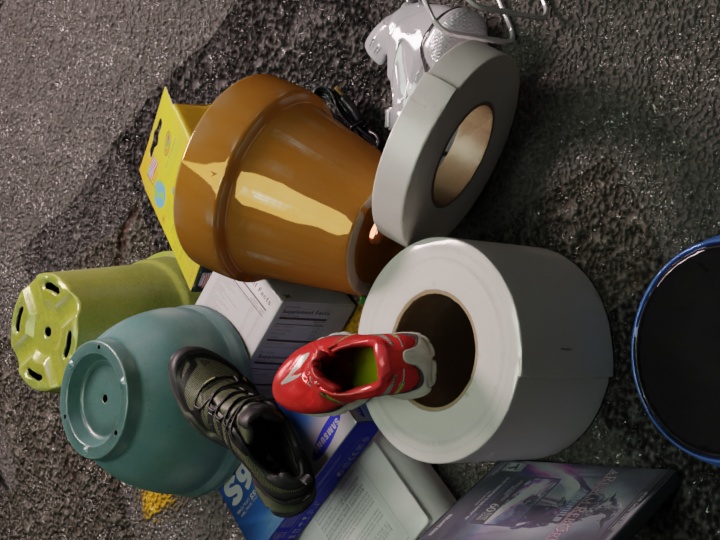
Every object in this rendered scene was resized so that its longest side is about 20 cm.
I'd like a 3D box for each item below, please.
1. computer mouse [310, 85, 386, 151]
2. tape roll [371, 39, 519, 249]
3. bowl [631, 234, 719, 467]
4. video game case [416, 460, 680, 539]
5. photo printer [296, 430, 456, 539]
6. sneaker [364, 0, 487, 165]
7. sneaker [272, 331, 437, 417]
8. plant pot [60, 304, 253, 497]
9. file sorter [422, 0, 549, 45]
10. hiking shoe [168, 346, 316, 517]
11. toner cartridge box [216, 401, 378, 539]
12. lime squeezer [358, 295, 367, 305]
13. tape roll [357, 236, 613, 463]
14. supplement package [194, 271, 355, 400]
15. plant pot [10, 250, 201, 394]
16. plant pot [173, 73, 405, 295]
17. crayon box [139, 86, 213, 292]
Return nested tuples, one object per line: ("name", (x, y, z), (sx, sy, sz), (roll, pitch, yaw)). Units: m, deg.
("computer mouse", (-0.066, -0.099, 1.748), (0.200, 0.044, 0.110), (-45, 75, 25))
("tape roll", (0.080, -0.114, 1.526), (0.037, 0.202, 0.204), (29, 108, 21))
("bowl", (0.314, 0.067, 1.395), (0.199, 0.039, 0.203), (-4, 85, 44))
("video game case", (0.165, 0.215, 1.467), (0.199, 0.143, 0.019), (-4, 114, 44))
("photo printer", (0.001, 0.232, 1.669), (0.200, 0.069, 0.167), (52, 121, 34))
("sneaker", (0.054, -0.177, 1.649), (0.115, 0.075, 0.202), (39, 119, 48))
("sneaker", (-0.021, 0.087, 1.499), (0.199, 0.084, 0.078), (-18, 75, 45))
("plant pot", (-0.223, 0.132, 1.699), (0.199, 0.133, 0.203), (-6, 82, 45))
("file sorter", (0.151, -0.311, 1.517), (0.199, 0.138, 0.126), (-34, 68, 38))
("hiking shoe", (-0.107, 0.138, 1.584), (0.200, 0.076, 0.101), (46, 153, 14))
("toner cartridge box", (-0.063, 0.184, 1.657), (0.201, 0.043, 0.095), (-55, 54, 27))
("lime squeezer", (0.000, 0.000, 1.693), (0.200, 0.070, 0.038), (-127, 37, -59))
("tape roll", (0.112, 0.074, 1.524), (0.201, 0.138, 0.205), (-5, 84, 45))
("supplement package", (-0.114, 0.079, 1.765), (0.114, 0.109, 0.201), (50, 120, 35))
("plant pot", (-0.288, 0.073, 1.886), (0.199, 0.183, 0.203), (-4, 84, 43))
("plant pot", (-0.049, -0.067, 1.599), (0.182, 0.200, 0.202), (23, 103, 28))
("crayon box", (-0.178, -0.091, 1.807), (0.201, 0.050, 0.128), (62, 141, 37))
